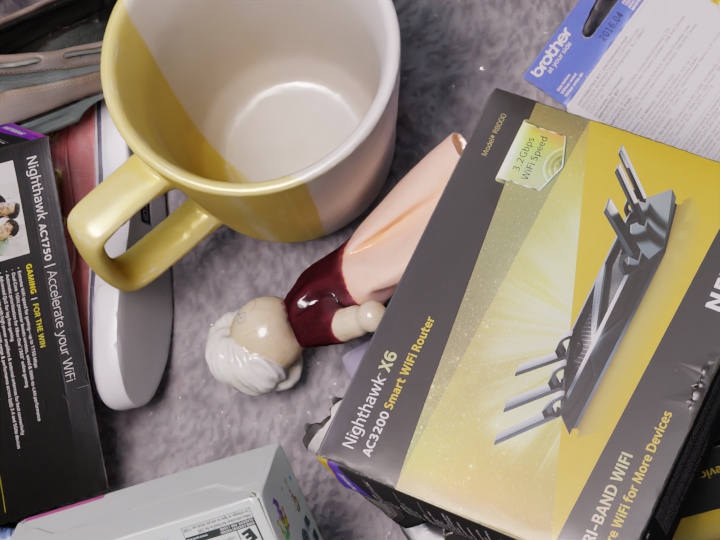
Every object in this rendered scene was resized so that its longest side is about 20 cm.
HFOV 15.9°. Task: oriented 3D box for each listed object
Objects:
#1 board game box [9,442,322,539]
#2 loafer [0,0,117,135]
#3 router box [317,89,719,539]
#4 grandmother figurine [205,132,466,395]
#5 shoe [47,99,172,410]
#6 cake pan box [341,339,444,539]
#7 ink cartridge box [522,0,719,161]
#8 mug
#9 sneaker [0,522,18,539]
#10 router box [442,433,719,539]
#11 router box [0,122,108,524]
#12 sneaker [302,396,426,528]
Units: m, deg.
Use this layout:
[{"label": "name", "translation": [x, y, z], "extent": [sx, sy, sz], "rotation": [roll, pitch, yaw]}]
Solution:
[{"label": "board game box", "translation": [-0.075, 0.203, 1.301], "extent": [0.147, 0.064, 0.200], "rotation": [-17, 110, 14]}, {"label": "loafer", "translation": [-0.134, -0.133, 1.391], "extent": [0.200, 0.063, 0.072], "rotation": [-31, 46, -20]}, {"label": "router box", "translation": [0.095, 0.033, 1.194], "extent": [0.157, 0.052, 0.200], "rotation": [20, 76, 23]}, {"label": "grandmother figurine", "translation": [0.000, 0.000, 1.348], "extent": [0.200, 0.121, 0.061], "rotation": [-35, 97, 23]}, {"label": "shoe", "translation": [-0.159, -0.017, 1.423], "extent": [0.091, 0.071, 0.200], "rotation": [-8, 72, 18]}, {"label": "cake pan box", "translation": [0.109, 0.082, 1.325], "extent": [0.200, 0.052, 0.184], "rotation": [-28, 71, 12]}, {"label": "ink cartridge box", "translation": [0.193, -0.091, 1.323], "extent": [0.200, 0.042, 0.119], "rotation": [37, 93, 28]}, {"label": "mug", "translation": [-0.063, -0.081, 1.344], "extent": [0.186, 0.153, 0.149], "rotation": [-13, 72, 4]}, {"label": "sneaker", "translation": [-0.164, 0.182, 1.383], "extent": [0.200, 0.075, 0.088], "rotation": [8, 89, 23]}, {"label": "router box", "translation": [0.158, 0.152, 1.245], "extent": [0.200, 0.052, 0.157], "rotation": [-20, 109, 10]}, {"label": "router box", "translation": [-0.220, 0.039, 1.334], "extent": [0.051, 0.149, 0.200], "rotation": [19, 121, 56]}, {"label": "sneaker", "translation": [0.071, 0.054, 1.285], "extent": [0.200, 0.066, 0.091], "rotation": [-41, 76, 9]}]
